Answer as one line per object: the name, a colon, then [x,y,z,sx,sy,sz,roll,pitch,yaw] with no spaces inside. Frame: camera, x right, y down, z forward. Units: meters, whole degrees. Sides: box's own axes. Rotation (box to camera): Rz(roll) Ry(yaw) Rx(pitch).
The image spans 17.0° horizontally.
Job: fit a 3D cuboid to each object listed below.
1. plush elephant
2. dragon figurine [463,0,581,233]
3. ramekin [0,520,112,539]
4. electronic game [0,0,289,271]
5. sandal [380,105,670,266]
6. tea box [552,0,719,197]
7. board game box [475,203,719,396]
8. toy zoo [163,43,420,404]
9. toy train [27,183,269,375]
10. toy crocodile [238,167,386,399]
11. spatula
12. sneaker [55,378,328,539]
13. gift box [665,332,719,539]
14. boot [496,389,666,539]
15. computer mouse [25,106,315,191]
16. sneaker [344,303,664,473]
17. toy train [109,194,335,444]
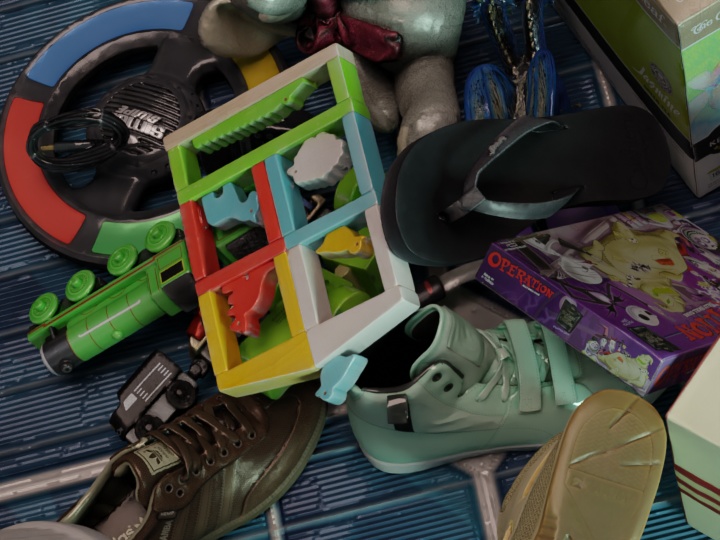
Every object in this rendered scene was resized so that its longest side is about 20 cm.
plush elephant: [-0.014,-0.174,1.468,0.154,0.165,0.200,8,22,-9]
dragon figurine: [0.097,-0.094,1.444,0.059,0.100,0.200,-11,49,19]
ramekin: [-0.201,0.235,1.303,0.200,0.105,0.201,-6,80,38]
electronic game: [-0.137,-0.090,1.540,0.199,0.042,0.201,-5,63,9]
sandal: [0.096,-0.058,1.363,0.200,0.043,0.076,-19,90,-30]
tea box: [0.194,-0.191,1.429,0.133,0.197,0.200,-31,62,-4]
board game box: [0.164,0.012,1.349,0.120,0.200,0.032,39,117,23]
toy zoo: [-0.039,-0.015,1.376,0.131,0.020,0.201,-26,63,25]
toy train: [-0.119,0.003,1.457,0.200,0.042,0.056,-31,44,15]
toy crocodile: [0.000,0.000,1.442,0.067,0.062,0.200,21,63,40]
spatula: [0.064,0.004,1.458,0.200,0.021,0.057,-26,55,0]
sneaker: [-0.102,0.120,1.405,0.200,0.076,0.070,-43,62,-10]
gift box: [0.279,0.091,1.271,0.186,0.200,0.185,29,78,23]
boot: [0.100,0.168,1.297,0.073,0.155,0.201,20,79,-1]
computer mouse: [-0.110,-0.080,1.488,0.199,0.059,0.034,4,40,11]
sneaker: [0.086,0.054,1.372,0.200,0.118,0.074,-18,61,3]
toy train: [-0.082,0.027,1.468,0.046,0.034,0.200,39,76,8]
